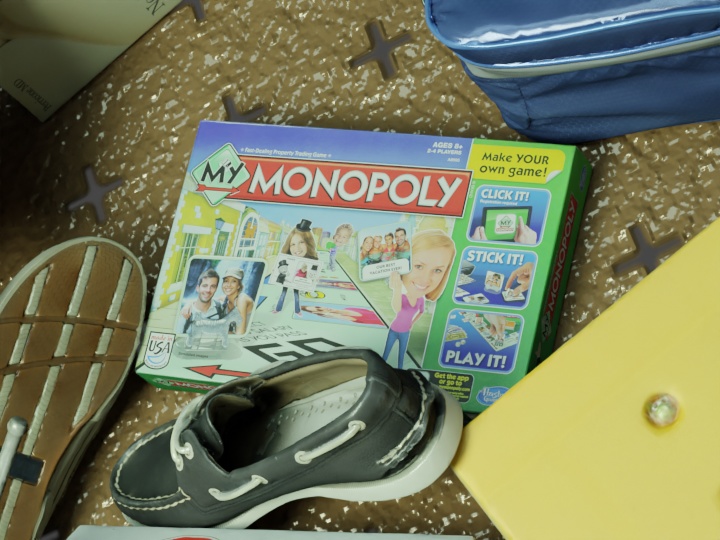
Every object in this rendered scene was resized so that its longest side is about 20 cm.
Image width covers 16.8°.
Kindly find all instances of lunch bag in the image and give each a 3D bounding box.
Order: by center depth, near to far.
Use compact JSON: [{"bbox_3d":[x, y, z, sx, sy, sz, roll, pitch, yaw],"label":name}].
[{"bbox_3d":[0.118,-0.148,1.110,0.200,0.132,0.136,-9,65,20],"label":"lunch bag"}]

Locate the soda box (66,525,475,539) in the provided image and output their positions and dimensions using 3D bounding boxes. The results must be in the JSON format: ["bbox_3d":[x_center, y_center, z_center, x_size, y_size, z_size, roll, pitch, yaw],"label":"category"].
[{"bbox_3d":[-0.047,0.157,1.079,0.200,0.068,0.064,-1,113,23],"label":"soda box"}]

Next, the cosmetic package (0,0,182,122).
[{"bbox_3d":[-0.127,-0.181,1.249,0.200,0.104,0.073,-42,59,4],"label":"cosmetic package"}]

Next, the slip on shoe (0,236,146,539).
[{"bbox_3d":[-0.165,0.077,1.179,0.076,0.061,0.200,22,80,-15],"label":"slip on shoe"}]

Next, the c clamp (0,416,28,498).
[{"bbox_3d":[-0.102,0.182,1.057,0.200,0.027,0.171,33,121,8],"label":"c clamp"}]

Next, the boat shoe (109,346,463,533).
[{"bbox_3d":[-0.048,0.077,1.100,0.200,0.060,0.074,-11,53,41],"label":"boat shoe"}]

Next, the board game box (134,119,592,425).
[{"bbox_3d":[0.000,0.000,1.160,0.200,0.029,0.135,5,72,25],"label":"board game box"}]

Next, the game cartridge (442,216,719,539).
[{"bbox_3d":[0.160,0.098,1.034,0.176,0.032,0.200,-39,70,4],"label":"game cartridge"}]
